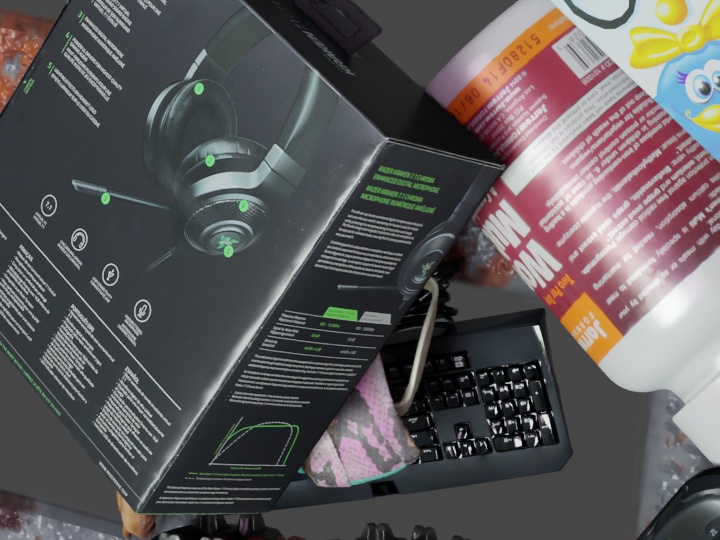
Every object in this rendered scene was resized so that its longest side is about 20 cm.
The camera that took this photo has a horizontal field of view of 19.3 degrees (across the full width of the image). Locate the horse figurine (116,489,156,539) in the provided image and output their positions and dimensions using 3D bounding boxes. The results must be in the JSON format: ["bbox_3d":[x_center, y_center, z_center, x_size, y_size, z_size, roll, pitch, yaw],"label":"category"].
[{"bbox_3d":[-0.093,0.047,1.003,0.200,0.049,0.134,-32,63,56],"label":"horse figurine"}]

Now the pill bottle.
[{"bbox_3d":[0.120,-0.020,0.900,0.110,0.109,0.200,-44,80,24],"label":"pill bottle"}]

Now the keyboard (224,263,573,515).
[{"bbox_3d":[-0.003,0.061,1.008,0.198,0.040,0.105,-11,95,24],"label":"keyboard"}]

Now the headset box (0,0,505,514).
[{"bbox_3d":[-0.063,-0.031,0.880,0.174,0.092,0.201,43,109,30],"label":"headset box"}]

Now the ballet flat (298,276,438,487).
[{"bbox_3d":[0.000,0.000,0.967,0.070,0.069,0.202,-5,69,1],"label":"ballet flat"}]

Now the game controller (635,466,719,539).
[{"bbox_3d":[0.149,0.166,0.925,0.104,0.042,0.201,29,135,-1],"label":"game controller"}]

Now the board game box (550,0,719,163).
[{"bbox_3d":[0.148,-0.124,0.843,0.200,0.105,0.103,42,113,-7],"label":"board game box"}]

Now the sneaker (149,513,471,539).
[{"bbox_3d":[-0.011,0.173,1.013,0.199,0.071,0.099,1,99,26],"label":"sneaker"}]
